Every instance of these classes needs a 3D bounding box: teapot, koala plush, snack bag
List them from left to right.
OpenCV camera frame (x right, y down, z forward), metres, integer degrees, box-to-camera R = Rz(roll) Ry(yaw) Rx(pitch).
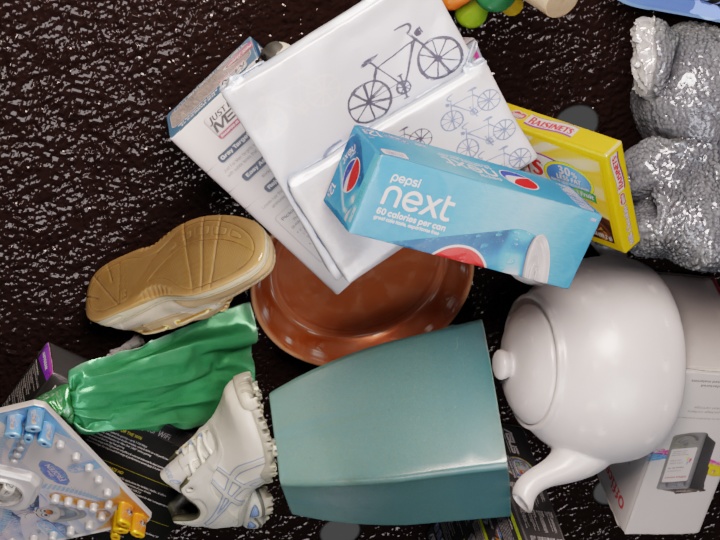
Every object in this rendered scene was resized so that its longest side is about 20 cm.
[{"bbox_3d":[0.017,-0.112,1.504,0.188,0.021,0.200,-32,120,-2],"label":"snack bag"},{"bbox_3d":[0.185,0.075,1.740,0.146,0.200,0.198,1,132,-20],"label":"teapot"},{"bbox_3d":[0.271,-0.114,1.641,0.177,0.184,0.200,3,106,-29],"label":"koala plush"}]

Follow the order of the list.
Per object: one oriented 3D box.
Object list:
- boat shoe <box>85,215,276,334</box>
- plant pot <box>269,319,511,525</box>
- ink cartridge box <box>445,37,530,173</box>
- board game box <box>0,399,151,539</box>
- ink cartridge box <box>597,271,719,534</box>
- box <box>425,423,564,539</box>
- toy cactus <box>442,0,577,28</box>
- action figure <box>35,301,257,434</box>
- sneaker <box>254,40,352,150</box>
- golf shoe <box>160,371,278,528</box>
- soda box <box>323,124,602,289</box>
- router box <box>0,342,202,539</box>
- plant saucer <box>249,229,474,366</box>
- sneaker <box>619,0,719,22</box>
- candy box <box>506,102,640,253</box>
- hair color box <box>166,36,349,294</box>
[{"bbox_3d":[-0.141,0.007,1.666,0.200,0.074,0.069,-16,150,36],"label":"boat shoe"},{"bbox_3d":[0.025,0.148,1.770,0.200,0.142,0.141,-8,155,1],"label":"plant pot"},{"bbox_3d":[0.077,-0.100,1.611,0.042,0.119,0.200,-41,123,-30],"label":"ink cartridge box"},{"bbox_3d":[-0.316,0.196,1.735,0.200,0.026,0.200,-14,139,19],"label":"board game box"},{"bbox_3d":[0.284,0.123,1.825,0.085,0.148,0.200,2,127,-14],"label":"ink cartridge box"},{"bbox_3d":[0.129,0.267,1.864,0.044,0.200,0.160,11,123,-21],"label":"box"},{"bbox_3d":[0.115,-0.249,1.501,0.102,0.165,0.200,-10,136,-32],"label":"toy cactus"},{"bbox_3d":[-0.188,0.097,1.716,0.200,0.055,0.118,-12,112,-29],"label":"action figure"},{"bbox_3d":[-0.014,-0.102,1.552,0.093,0.070,0.200,-27,116,-12],"label":"sneaker"},{"bbox_3d":[-0.126,0.168,1.730,0.097,0.078,0.200,-9,139,-14],"label":"golf shoe"},{"bbox_3d":[0.079,-0.047,1.509,0.200,0.064,0.068,14,110,-26],"label":"soda box"},{"bbox_3d":[-0.236,0.167,1.796,0.200,0.051,0.149,27,115,-29],"label":"router box"},{"bbox_3d":[0.000,0.000,1.738,0.200,0.032,0.201,-7,128,-9],"label":"plant saucer"},{"bbox_3d":[0.298,-0.247,1.596,0.200,0.070,0.078,4,130,-16],"label":"sneaker"},{"bbox_3d":[0.137,-0.087,1.614,0.026,0.200,0.102,-39,133,-29],"label":"candy box"},{"bbox_3d":[-0.054,-0.085,1.617,0.100,0.061,0.200,-42,115,10],"label":"hair color box"}]
